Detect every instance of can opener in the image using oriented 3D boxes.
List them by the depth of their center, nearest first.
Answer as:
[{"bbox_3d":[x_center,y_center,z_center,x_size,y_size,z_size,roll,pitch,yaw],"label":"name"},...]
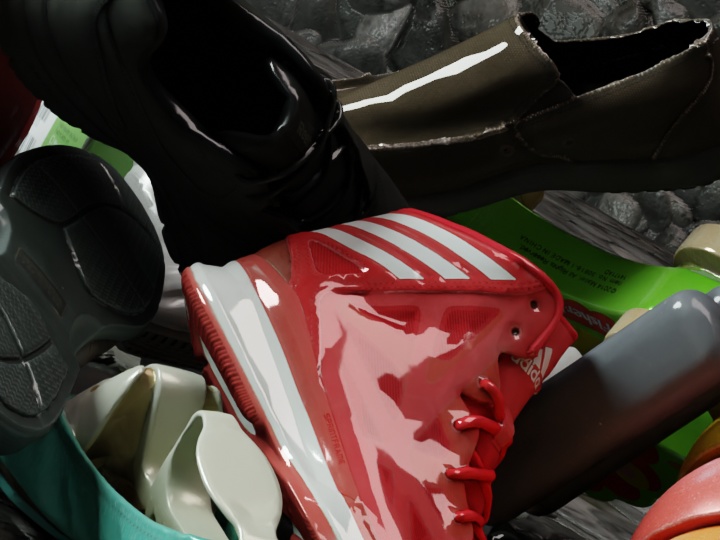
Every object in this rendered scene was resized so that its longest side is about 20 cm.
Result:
[{"bbox_3d":[0.049,0.050,0.984,0.053,0.200,0.067,-6,65,-52],"label":"can opener"}]

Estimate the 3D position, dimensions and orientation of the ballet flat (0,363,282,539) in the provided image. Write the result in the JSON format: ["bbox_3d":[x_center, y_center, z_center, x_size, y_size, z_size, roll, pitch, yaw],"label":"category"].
[{"bbox_3d":[-0.058,0.070,0.889,0.067,0.071,0.200,21,11,-30],"label":"ballet flat"}]

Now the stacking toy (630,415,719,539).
[{"bbox_3d":[0.145,0.087,0.934,0.146,0.146,0.201,28,51,-7],"label":"stacking toy"}]

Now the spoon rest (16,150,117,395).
[{"bbox_3d":[-0.146,-0.012,1.044,0.060,0.100,0.200,23,21,-39],"label":"spoon rest"}]

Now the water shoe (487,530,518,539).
[{"bbox_3d":[0.097,0.128,1.031,0.200,0.079,0.071,34,9,31],"label":"water shoe"}]

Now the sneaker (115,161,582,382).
[{"bbox_3d":[0.000,0.000,1.067,0.199,0.100,0.078,18,-17,-20],"label":"sneaker"}]

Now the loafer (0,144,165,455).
[{"bbox_3d":[-0.118,0.013,0.923,0.072,0.063,0.200,56,18,-9],"label":"loafer"}]

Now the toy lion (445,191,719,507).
[{"bbox_3d":[0.096,0.039,1.213,0.199,0.069,0.192,25,-26,36],"label":"toy lion"}]

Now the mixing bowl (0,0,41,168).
[{"bbox_3d":[-0.178,-0.073,0.996,0.108,0.200,0.200,41,1,-29],"label":"mixing bowl"}]

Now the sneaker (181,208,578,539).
[{"bbox_3d":[0.031,0.060,0.895,0.201,0.115,0.078,62,-12,23],"label":"sneaker"}]

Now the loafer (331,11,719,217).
[{"bbox_3d":[0.052,-0.070,1.130,0.199,0.072,0.073,-6,32,-8],"label":"loafer"}]

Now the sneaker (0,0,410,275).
[{"bbox_3d":[-0.034,-0.036,0.959,0.200,0.076,0.091,42,-17,-34],"label":"sneaker"}]

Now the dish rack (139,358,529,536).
[{"bbox_3d":[-0.019,0.059,1.192,0.171,0.044,0.200,28,8,-6],"label":"dish rack"}]

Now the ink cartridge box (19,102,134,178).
[{"bbox_3d":[-0.048,-0.012,1.161,0.199,0.060,0.104,25,8,-27],"label":"ink cartridge box"}]
